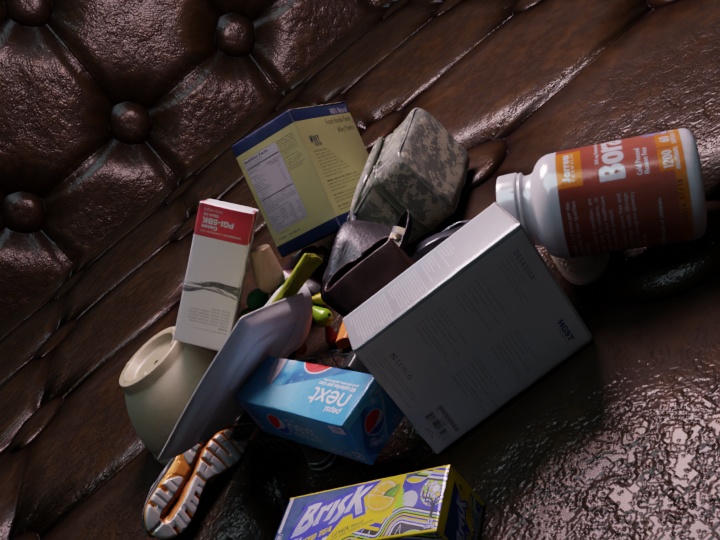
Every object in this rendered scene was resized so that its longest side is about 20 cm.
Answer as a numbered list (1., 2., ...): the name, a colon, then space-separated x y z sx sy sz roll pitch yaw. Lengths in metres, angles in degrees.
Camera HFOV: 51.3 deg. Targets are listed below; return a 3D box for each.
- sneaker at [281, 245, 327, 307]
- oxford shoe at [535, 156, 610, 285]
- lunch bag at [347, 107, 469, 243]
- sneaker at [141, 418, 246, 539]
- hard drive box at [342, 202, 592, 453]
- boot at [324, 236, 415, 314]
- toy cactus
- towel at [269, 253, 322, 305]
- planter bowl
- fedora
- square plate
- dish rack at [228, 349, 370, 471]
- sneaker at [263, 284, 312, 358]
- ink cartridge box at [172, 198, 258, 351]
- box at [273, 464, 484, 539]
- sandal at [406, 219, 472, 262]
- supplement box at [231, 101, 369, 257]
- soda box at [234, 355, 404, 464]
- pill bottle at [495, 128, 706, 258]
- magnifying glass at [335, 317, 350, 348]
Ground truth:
1. sneaker: -0.086 0.001 1.242 0.115 0.076 0.199 -44 23 -18
2. oxford shoe: 0.250 -0.057 0.884 0.074 0.058 0.202 -14 45 10
3. lunch bag: 0.065 -0.133 1.190 0.167 0.139 0.201 -40 19 37
4. sneaker: -0.223 0.263 0.988 0.077 0.078 0.200 -41 8 50
5. hard drive box: 0.107 0.060 0.758 0.199 0.157 0.077 -36 23 5
6. boot: 0.079 0.027 0.839 0.198 0.167 0.073 -33 24 13
7. toy cactus: -0.116 0.041 1.120 0.102 0.168 0.199 -28 21 -33
8. towel: -0.115 0.065 0.968 0.201 0.018 0.086 -56 -4 4
9. planter bowl: -0.279 0.173 1.145 0.199 0.135 0.201 -31 24 16
10. fedora: 0.000 0.000 0.994 0.201 0.090 0.204 -160 90 -90
11. square plate: -0.144 0.127 0.908 0.202 0.028 0.198 -58 -9 13
12. dish rack: -0.078 0.173 0.957 0.198 0.055 0.154 -14 33 47
13. sneaker: -0.135 0.101 1.043 0.084 0.073 0.201 -12 -40 -55
14. ink cartridge box: -0.211 0.002 1.110 0.147 0.081 0.204 -134 56 -81
15. box: 0.011 0.242 0.693 0.198 0.065 0.071 -23 28 34
16. sandal: 0.146 -0.038 0.980 0.198 0.077 0.043 -27 26 1
17. supplement box: -0.079 -0.160 1.275 0.133 0.202 0.200 -23 4 30
18. soda box: -0.050 0.148 0.825 0.198 0.065 0.068 2 45 48
19. pill bottle: 0.246 -0.074 0.781 0.197 0.113 0.113 -9 34 20
20. magnifying glass: -0.004 0.041 1.116 0.079 0.022 0.201 -25 28 29
